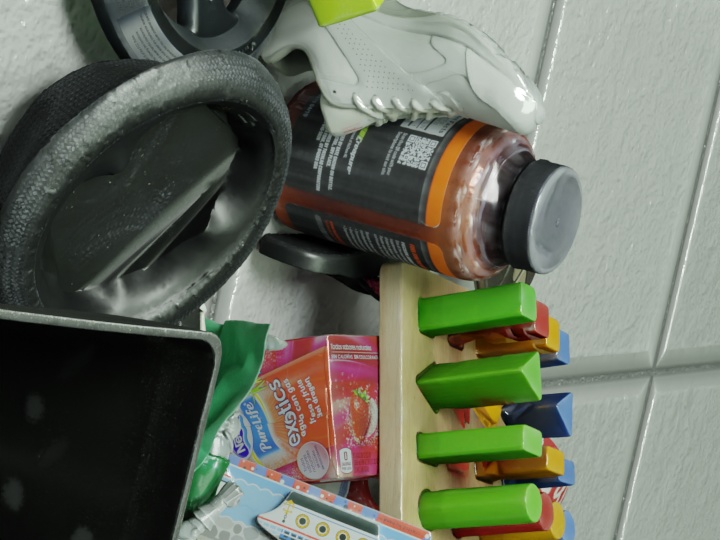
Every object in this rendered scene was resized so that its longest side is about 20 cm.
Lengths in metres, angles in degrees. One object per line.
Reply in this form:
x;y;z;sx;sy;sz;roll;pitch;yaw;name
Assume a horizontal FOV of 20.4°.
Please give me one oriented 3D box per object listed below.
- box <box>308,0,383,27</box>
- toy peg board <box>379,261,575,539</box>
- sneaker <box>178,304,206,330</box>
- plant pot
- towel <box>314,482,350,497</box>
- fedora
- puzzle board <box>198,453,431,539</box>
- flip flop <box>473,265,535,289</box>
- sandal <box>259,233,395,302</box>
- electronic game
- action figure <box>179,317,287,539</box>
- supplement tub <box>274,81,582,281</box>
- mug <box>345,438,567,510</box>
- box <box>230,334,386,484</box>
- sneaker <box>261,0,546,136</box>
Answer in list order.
-0.025;-0.260;1.182;0.201;0.047;0.122;67;28;-20;box
0.103;0.107;1.374;0.199;0.097;0.202;24;63;-56;toy peg board
-0.116;0.011;1.208;0.072;0.072;0.202;11;93;-58;sneaker
-0.212;0.098;0.963;0.199;0.177;0.201;9;97;-49;plant pot
-0.075;0.192;1.411;0.199;0.024;0.148;11;94;-60;towel
-0.136;-0.051;1.104;0.200;0.091;0.202;-28;139;-28;fedora
-0.072;0.201;1.262;0.017;0.198;0.152;107;4;-82;puzzle board
0.084;-0.052;1.538;0.081;0.057;0.201;-45;125;-33;flip flop
0.000;0.000;1.402;0.199;0.075;0.046;-1;106;-51;sandal
-0.096;-0.202;1.167;0.199;0.041;0.202;-17;110;-57;electronic game
-0.104;0.130;1.219;0.054;0.118;0.202;25;79;-18;action figure
0.043;-0.055;1.315;0.107;0.199;0.108;-34;133;-47;supplement tub
0.074;0.193;1.562;0.200;0.132;0.179;-48;143;-42;mug
-0.009;0.097;1.378;0.199;0.099;0.096;5;78;-59;box
0.024;-0.119;1.268;0.100;0.199;0.078;-59;154;-4;sneaker
